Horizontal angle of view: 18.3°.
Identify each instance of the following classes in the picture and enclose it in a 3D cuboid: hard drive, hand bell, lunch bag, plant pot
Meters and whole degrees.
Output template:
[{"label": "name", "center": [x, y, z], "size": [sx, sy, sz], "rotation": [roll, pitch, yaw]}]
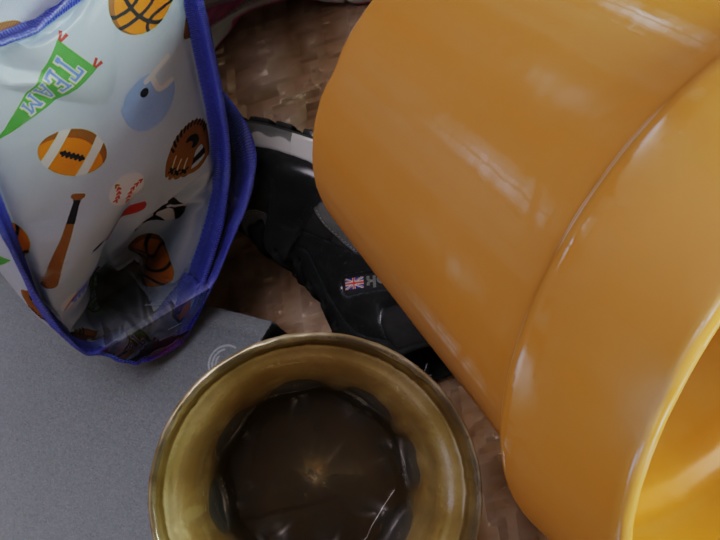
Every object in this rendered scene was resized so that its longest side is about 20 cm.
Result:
[{"label": "hard drive", "center": [-0.137, 0.068, 0.921], "size": [0.199, 0.033, 0.140], "rotation": [13, 75, 28]}, {"label": "hand bell", "center": [-0.017, 0.061, 0.788], "size": [0.104, 0.200, 0.105], "rotation": [0, 96, -2]}, {"label": "lunch bag", "center": [-0.128, -0.078, 0.854], "size": [0.124, 0.200, 0.170], "rotation": [-29, 53, -17]}, {"label": "plant pot", "center": [0.088, -0.020, 0.723], "size": [0.183, 0.200, 0.200], "rotation": [39, 88, 32]}]

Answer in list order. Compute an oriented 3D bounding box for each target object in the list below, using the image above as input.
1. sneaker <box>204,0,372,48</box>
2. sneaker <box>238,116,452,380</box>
[{"label": "sneaker", "center": [-0.070, -0.144, 0.945], "size": [0.199, 0.088, 0.082], "rotation": [-19, 63, 17]}, {"label": "sneaker", "center": [0.000, 0.000, 0.866], "size": [0.199, 0.076, 0.088], "rotation": [15, 81, 28]}]
